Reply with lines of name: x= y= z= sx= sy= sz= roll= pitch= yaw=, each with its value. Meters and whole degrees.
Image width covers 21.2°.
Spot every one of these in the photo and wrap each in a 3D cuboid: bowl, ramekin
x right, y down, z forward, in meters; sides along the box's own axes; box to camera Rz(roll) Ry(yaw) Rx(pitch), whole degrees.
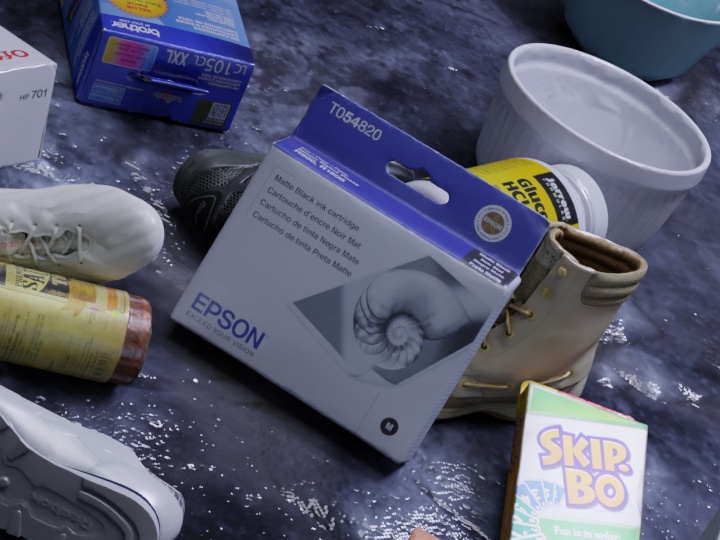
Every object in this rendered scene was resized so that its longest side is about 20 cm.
bowl: x=0.292 y=-0.273 z=2.007 sx=0.200 sy=0.105 sz=0.201 roll=19 pitch=33 yaw=-13
ramekin: x=0.196 y=-0.102 z=1.688 sx=0.200 sy=0.105 sz=0.200 roll=21 pitch=28 yaw=-12

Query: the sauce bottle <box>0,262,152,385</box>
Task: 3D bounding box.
sauce bottle: x=-0.238 y=0.026 z=1.255 sx=0.200 sy=0.066 sz=0.066 roll=14 pitch=34 yaw=-21

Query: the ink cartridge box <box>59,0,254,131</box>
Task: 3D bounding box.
ink cartridge box: x=-0.170 y=-0.194 z=1.606 sx=0.136 sy=0.076 sz=0.200 roll=10 pitch=37 yaw=-23

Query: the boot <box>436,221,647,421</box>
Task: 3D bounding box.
boot: x=0.098 y=0.034 z=1.389 sx=0.199 sy=0.156 sz=0.073 roll=9 pitch=36 yaw=-25

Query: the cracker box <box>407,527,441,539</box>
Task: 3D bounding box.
cracker box: x=0.042 y=0.248 z=1.008 sx=0.134 sy=0.200 sz=0.058 roll=28 pitch=32 yaw=5

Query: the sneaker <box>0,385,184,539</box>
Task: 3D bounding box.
sneaker: x=-0.200 y=0.113 z=1.166 sx=0.200 sy=0.076 sz=0.081 roll=34 pitch=22 yaw=4

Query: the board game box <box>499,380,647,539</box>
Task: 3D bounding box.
board game box: x=0.147 y=0.161 z=1.326 sx=0.095 sy=0.030 sz=0.200 roll=20 pitch=45 yaw=-9

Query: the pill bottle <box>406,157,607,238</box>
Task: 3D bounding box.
pill bottle: x=0.106 y=-0.029 z=1.525 sx=0.200 sy=0.113 sz=0.112 roll=-16 pitch=51 yaw=-46

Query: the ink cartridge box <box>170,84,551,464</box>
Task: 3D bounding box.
ink cartridge box: x=0.000 y=0.000 z=1.342 sx=0.199 sy=0.200 sz=0.041 roll=31 pitch=2 yaw=9

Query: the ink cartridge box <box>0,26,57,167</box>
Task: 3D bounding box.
ink cartridge box: x=-0.339 y=-0.147 z=1.383 sx=0.200 sy=0.086 sz=0.146 roll=36 pitch=33 yaw=32

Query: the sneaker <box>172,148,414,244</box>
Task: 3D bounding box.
sneaker: x=-0.036 y=-0.041 z=1.483 sx=0.199 sy=0.076 sz=0.114 roll=-2 pitch=43 yaw=-32

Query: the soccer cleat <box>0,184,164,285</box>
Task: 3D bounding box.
soccer cleat: x=-0.230 y=-0.026 z=1.283 sx=0.199 sy=0.070 sz=0.078 roll=5 pitch=7 yaw=18

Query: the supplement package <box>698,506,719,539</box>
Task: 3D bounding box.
supplement package: x=0.226 y=0.261 z=1.115 sx=0.150 sy=0.200 sz=0.152 roll=29 pitch=32 yaw=7
